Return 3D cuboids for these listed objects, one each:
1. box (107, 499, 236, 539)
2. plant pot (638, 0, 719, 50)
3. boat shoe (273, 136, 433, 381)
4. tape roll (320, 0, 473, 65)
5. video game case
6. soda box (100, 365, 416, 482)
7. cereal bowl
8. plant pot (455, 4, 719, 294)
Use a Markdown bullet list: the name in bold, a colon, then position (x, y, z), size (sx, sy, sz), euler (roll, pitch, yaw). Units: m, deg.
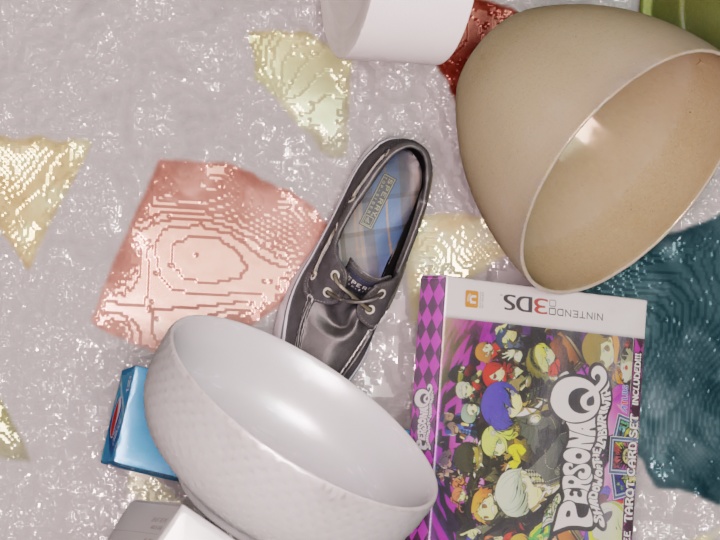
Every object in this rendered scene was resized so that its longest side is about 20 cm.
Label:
- **box**: position (-0.087, 0.255, 1.675), size (0.199, 0.200, 0.131), euler (35, 78, -10)
- **plant pot**: position (0.319, -0.183, 1.798), size (0.199, 0.190, 0.201), euler (1, 87, -14)
- **boat shoe**: position (0.000, 0.000, 1.776), size (0.070, 0.066, 0.201), euler (28, 81, -10)
- **tape roll**: position (0.026, -0.237, 1.728), size (0.071, 0.202, 0.203), euler (2, 87, -14)
- **video game case**: position (0.115, 0.110, 1.784), size (0.181, 0.036, 0.201), euler (7, 85, -34)
- **soda box**: position (-0.069, 0.120, 1.754), size (0.199, 0.064, 0.068), euler (14, 82, -13)
- **cereal bowl**: position (-0.055, 0.119, 1.638), size (0.200, 0.200, 0.083), euler (30, 105, -10)
- **plant pot**: position (0.142, -0.104, 1.769), size (0.200, 0.200, 0.134), euler (-39, 60, -12)
